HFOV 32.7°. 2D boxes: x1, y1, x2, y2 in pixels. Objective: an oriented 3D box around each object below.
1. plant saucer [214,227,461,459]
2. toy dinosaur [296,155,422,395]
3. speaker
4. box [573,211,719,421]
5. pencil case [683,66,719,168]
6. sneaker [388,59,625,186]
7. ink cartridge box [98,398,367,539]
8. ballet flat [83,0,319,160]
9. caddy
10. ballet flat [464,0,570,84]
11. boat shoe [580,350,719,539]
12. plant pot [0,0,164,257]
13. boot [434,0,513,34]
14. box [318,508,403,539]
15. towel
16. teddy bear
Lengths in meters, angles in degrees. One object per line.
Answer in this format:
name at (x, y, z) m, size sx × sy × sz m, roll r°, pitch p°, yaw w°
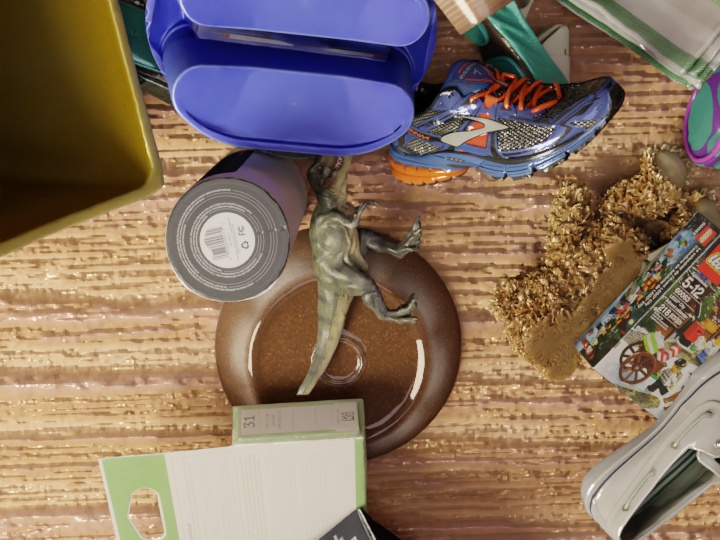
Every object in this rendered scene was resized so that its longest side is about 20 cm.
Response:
plant saucer at (-0.017, 0.067, 0.970) m, size 0.199 × 0.037 × 0.202 m, roll 0°, pitch 106°, yaw -1°
toy dinosaur at (0.000, 0.000, 0.913) m, size 0.087 × 0.048 × 0.202 m, roll 2°, pitch 111°, yaw -3°
speaker at (-0.080, -0.038, 0.853) m, size 0.080 × 0.200 × 0.082 m, roll 0°, pitch 102°, yaw 1°
box at (0.277, 0.064, 0.949) m, size 0.200 × 0.038 × 0.137 m, roll 35°, pitch 103°, yaw -30°
pencil case at (0.345, -0.112, 0.908) m, size 0.198 × 0.093 × 0.085 m, roll 4°, pitch 141°, yaw -6°
sneaker at (0.089, -0.109, 0.855) m, size 0.199 × 0.075 × 0.079 m, roll -5°, pitch 119°, yaw 39°
ink cartridge box at (-0.094, 0.170, 0.963) m, size 0.198 × 0.048 × 0.146 m, roll -2°, pitch 131°, yaw -1°
ballet flat at (-0.110, -0.140, 0.892) m, size 0.199 × 0.074 × 0.075 m, roll 29°, pitch 103°, yaw -11°
caddy at (-0.044, -0.157, 0.818) m, size 0.198 × 0.105 × 0.142 m, roll 5°, pitch 117°, yaw -9°
ballet flat at (0.113, -0.173, 0.894) m, size 0.070 × 0.067 × 0.200 m, roll -39°, pitch 107°, yaw -9°
boat shoe at (0.258, 0.133, 0.918) m, size 0.200 × 0.067 × 0.073 m, roll -45°, pitch 121°, yaw 10°
plant pot at (-0.285, -0.117, 0.816) m, size 0.199 × 0.195 × 0.196 m, roll 3°, pitch 112°, yaw 41°
boot at (0.092, -0.262, 0.789) m, size 0.200 × 0.074 × 0.155 m, roll -37°, pitch 99°, yaw -31°
box at (-0.019, 0.310, 0.977) m, size 0.200 × 0.105 × 0.148 m, roll -39°, pitch 133°, yaw 8°
towel at (0.236, -0.244, 0.851) m, size 0.149 × 0.031 × 0.200 m, roll 41°, pitch 100°, yaw 26°
teddy bear at (0.189, -0.009, 0.947) m, size 0.144 × 0.067 × 0.201 m, roll 27°, pitch 103°, yaw -28°
